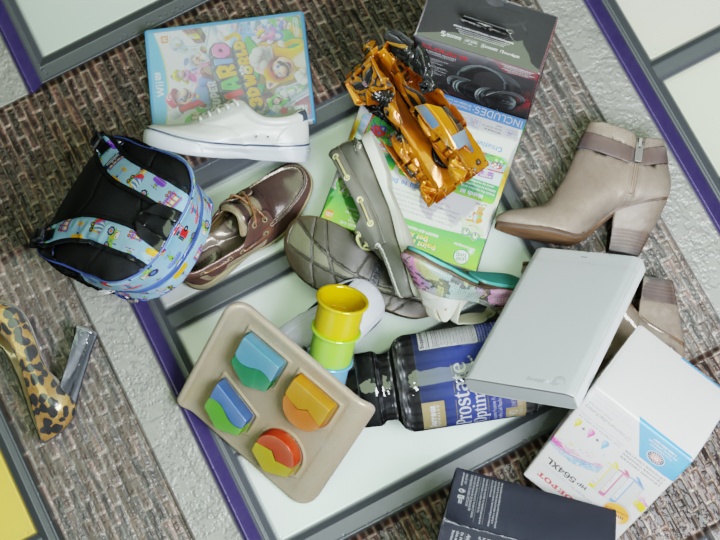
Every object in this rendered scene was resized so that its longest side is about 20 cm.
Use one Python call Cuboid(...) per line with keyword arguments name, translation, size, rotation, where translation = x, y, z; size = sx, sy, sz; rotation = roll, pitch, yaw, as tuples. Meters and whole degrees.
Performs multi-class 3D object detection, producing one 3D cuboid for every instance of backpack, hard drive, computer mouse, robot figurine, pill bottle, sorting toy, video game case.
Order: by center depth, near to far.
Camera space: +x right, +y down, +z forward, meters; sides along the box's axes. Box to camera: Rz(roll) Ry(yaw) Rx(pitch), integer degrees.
Cuboid(name="hard drive", translation=(0.212, 0.058, 1.478), size=(0.131, 0.026, 0.200), rotation=(6, 48, 35))
Cuboid(name="sorting toy", translation=(-0.102, 0.155, 1.533), size=(0.200, 0.185, 0.036), rotation=(37, 38, 7))
Cuboid(name="backpack", translation=(-0.246, -0.049, 1.545), size=(0.200, 0.135, 0.183), rotation=(18, 74, 43))
Cuboid(name="pill bottle", translation=(0.096, 0.122, 1.551), size=(0.199, 0.112, 0.112), rotation=(-9, 78, 0))
Cuboid(name="robot figurine", translation=(0.057, -0.177, 1.557), size=(0.058, 0.145, 0.200), rotation=(-36, 90, -31))
Cuboid(name="computer mouse", translation=(-0.061, 0.082, 1.570), size=(0.200, 0.044, 0.110), rotation=(-37, 101, 6))
Cuboid(name="video game case", translation=(-0.161, -0.238, 1.680), size=(0.199, 0.018, 0.144), rotation=(-7, 79, 1))

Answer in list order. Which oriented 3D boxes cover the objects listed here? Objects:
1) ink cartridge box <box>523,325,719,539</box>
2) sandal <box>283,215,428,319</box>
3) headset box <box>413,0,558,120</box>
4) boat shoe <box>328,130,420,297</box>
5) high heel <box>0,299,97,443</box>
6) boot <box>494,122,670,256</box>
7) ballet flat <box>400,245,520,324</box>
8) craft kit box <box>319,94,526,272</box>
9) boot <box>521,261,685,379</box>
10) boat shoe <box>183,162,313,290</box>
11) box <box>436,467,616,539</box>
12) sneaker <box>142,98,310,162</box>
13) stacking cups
Cuboid(name="ink cartridge box", translation=(0.284, 0.188, 1.490), size=(0.128, 0.200, 0.125), rotation=(38, 45, 10))
Cuboid(name="sandal", translation=(0.000, 0.000, 1.613), size=(0.199, 0.055, 0.082), rotation=(20, 86, -9))
Cuboid(name="headset box", translation=(0.141, -0.252, 1.579), size=(0.148, 0.200, 0.078), rotation=(18, 79, 5))
Cuboid(name="boat shoe", translation=(0.020, -0.058, 1.571), size=(0.060, 0.072, 0.202), rotation=(-20, 79, 8))
Cuboid(name="high heel", translation=(-0.420, 0.112, 1.590), size=(0.199, 0.071, 0.143), rotation=(16, 73, -4))
Cuboid(name="boot", translation=(0.264, -0.101, 1.599), size=(0.199, 0.070, 0.147), rotation=(10, 85, -9))
Cuboid(name="ballet flat", translation=(0.113, 0.026, 1.544), size=(0.069, 0.200, 0.071), rotation=(33, 103, 44))
Cuboid(name="craft kit box", translation=(0.076, -0.115, 1.635), size=(0.199, 0.049, 0.198), rotation=(19, 78, 6))
Cuboid(name="boot", translation=(0.276, 0.073, 1.580), size=(0.199, 0.070, 0.147), rotation=(8, 88, 12))
Cuboid(name="boat shoe", translation=(-0.137, -0.057, 1.615), size=(0.200, 0.072, 0.072), rotation=(-39, 80, -5))
Cuboid(name="box", translation=(0.161, 0.340, 1.463), size=(0.181, 0.104, 0.201), rotation=(15, 116, 6))
Cuboid(name="sneaker", translation=(-0.158, -0.170, 1.630), size=(0.199, 0.073, 0.071), rotation=(2, 98, -11))
Cuboid(name="stacking cups", translation=(-0.041, 0.112, 1.536), size=(0.060, 0.061, 0.201), rotation=(18, 121, 6))
